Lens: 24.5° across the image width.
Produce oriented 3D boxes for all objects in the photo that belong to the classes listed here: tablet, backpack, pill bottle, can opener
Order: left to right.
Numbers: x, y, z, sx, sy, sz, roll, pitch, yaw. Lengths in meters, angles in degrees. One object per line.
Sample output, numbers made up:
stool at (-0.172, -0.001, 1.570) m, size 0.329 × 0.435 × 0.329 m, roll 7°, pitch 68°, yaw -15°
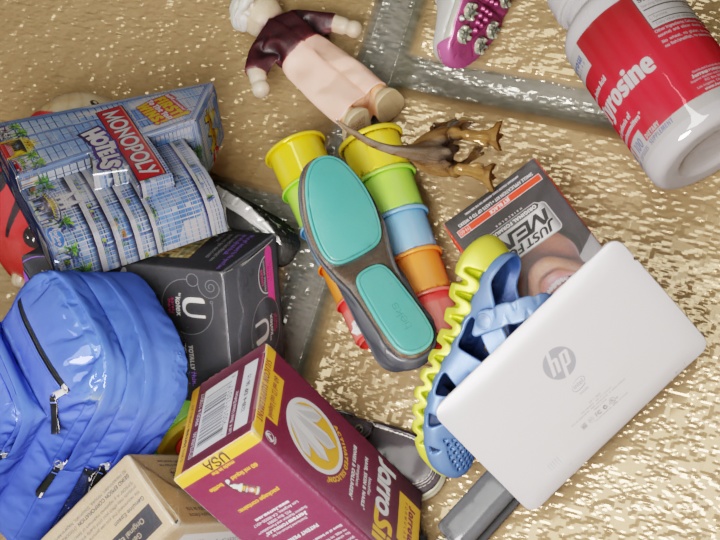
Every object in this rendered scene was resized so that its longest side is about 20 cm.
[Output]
backpack at (-0.237, 0.103, 1.312) m, size 0.200 × 0.167 × 0.163 m, roll -52°, pitch 59°, yaw 25°
can opener at (0.078, 0.206, 1.367) m, size 0.200 × 0.053 × 0.066 m, roll -43°, pitch 68°, yaw -2°
tablet at (0.169, 0.085, 1.319) m, size 0.200 × 0.014 × 0.130 m, roll -44°, pitch 111°, yaw 2°
pill bottle at (0.246, -0.178, 1.416) m, size 0.112 × 0.112 × 0.201 m, roll -32°, pitch 66°, yaw 3°

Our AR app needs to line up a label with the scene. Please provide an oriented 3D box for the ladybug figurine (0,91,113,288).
ladybug figurine at (-0.286, -0.080, 1.546) m, size 0.135 × 0.072 × 0.201 m, roll 10°, pitch 76°, yaw 26°

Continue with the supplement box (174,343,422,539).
supplement box at (-0.045, 0.172, 1.315) m, size 0.085 × 0.200 × 0.111 m, roll -33°, pitch 27°, yaw 24°

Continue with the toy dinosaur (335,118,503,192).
toy dinosaur at (0.062, -0.099, 1.409) m, size 0.105 × 0.200 × 0.061 m, roll 4°, pitch 96°, yaw 20°

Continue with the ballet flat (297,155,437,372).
ballet flat at (0.000, 0.000, 1.398) m, size 0.073 × 0.073 × 0.201 m, roll -30°, pitch 73°, yaw 4°

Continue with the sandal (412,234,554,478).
sandal at (0.103, 0.077, 1.345) m, size 0.087 × 0.079 × 0.202 m, roll 22°, pitch 104°, yaw 30°

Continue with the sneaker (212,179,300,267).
sneaker at (-0.136, -0.040, 1.499) m, size 0.199 × 0.074 × 0.080 m, roll 28°, pitch 87°, yaw 36°

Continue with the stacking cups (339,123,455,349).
stacking cups at (0.044, -0.029, 1.448) m, size 0.060 × 0.061 × 0.201 m, roll -25°, pitch 71°, yaw 6°

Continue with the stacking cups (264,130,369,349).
stacking cups at (-0.018, -0.027, 1.474) m, size 0.060 × 0.061 × 0.201 m, roll -28°, pitch 71°, yaw 5°

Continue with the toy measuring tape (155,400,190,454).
toy measuring tape at (-0.186, 0.153, 1.449) m, size 0.199 × 0.074 × 0.074 m, roll -37°, pitch 67°, yaw 1°

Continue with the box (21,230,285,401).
box at (-0.177, 0.033, 1.431) m, size 0.199 × 0.106 × 0.123 m, roll 6°, pitch 111°, yaw 23°

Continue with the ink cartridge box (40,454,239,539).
ink cartridge box at (-0.170, 0.227, 1.334) m, size 0.165 × 0.200 × 0.075 m, roll -46°, pitch 68°, yaw 14°

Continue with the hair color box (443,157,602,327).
hair color box at (0.168, 0.015, 1.402) m, size 0.101 × 0.061 × 0.200 m, roll -36°, pitch 67°, yaw 1°

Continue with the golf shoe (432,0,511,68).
golf shoe at (0.096, -0.278, 1.522) m, size 0.091 × 0.075 × 0.201 m, roll 10°, pitch 72°, yaw 34°

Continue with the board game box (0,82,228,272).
board game box at (-0.197, -0.089, 1.431) m, size 0.199 × 0.062 × 0.200 m, roll -20°, pitch 37°, yaw -16°

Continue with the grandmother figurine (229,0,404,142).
grandmother figurine at (-0.055, -0.199, 1.540) m, size 0.121 × 0.061 × 0.200 m, roll -30°, pitch 61°, yaw -26°

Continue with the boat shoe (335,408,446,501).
boat shoe at (-0.026, 0.152, 1.407) m, size 0.198 × 0.065 × 0.072 m, roll 12°, pitch 73°, yaw 17°
